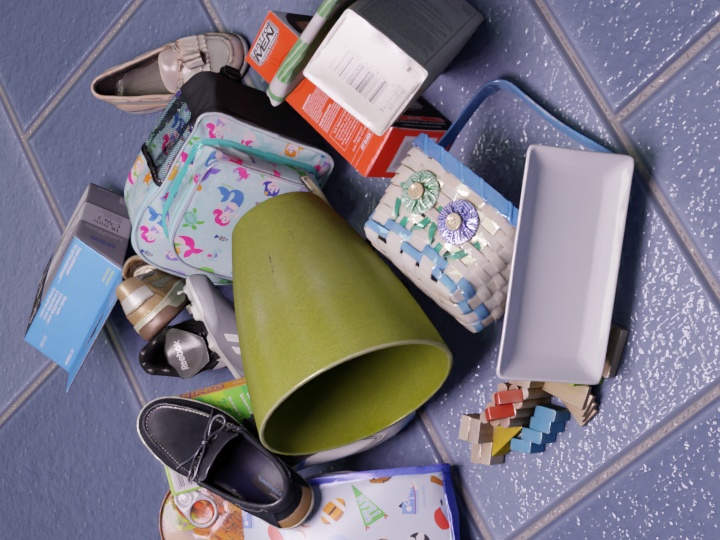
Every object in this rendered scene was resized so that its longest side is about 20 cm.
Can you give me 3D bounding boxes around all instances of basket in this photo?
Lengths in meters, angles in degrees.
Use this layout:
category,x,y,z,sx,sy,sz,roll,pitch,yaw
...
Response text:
category,x,y,z,sx,sy,sz,roll,pitch,yaw
basket,0.119,-0.059,1.586,0.200,0.139,0.176,-46,56,-9

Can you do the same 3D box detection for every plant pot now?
category,x,y,z,sx,sy,sz,roll,pitch,yaw
plant pot,-0.040,0.033,1.616,0.187,0.187,0.201,-43,59,32

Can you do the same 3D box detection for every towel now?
category,x,y,z,sx,sy,sz,roll,pitch,yaw
towel,-0.008,-0.243,1.569,0.023,0.153,0.200,39,125,0

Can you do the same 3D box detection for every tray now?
category,x,y,z,sx,sy,sz,roll,pitch,yaw
tray,0.171,-0.005,1.514,0.022,0.107,0.201,19,103,63

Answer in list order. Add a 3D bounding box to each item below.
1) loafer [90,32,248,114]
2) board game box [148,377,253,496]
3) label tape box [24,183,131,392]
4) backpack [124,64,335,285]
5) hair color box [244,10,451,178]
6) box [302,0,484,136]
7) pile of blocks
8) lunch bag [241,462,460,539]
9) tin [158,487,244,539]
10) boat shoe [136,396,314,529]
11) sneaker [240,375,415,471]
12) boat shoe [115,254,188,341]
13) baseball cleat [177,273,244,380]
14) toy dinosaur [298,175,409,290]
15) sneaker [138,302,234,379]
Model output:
category,x,y,z,sx,sy,sz,roll,pitch,yaw
loafer,-0.207,-0.209,1.906,0.199,0.063,0.072,-13,81,40
board game box,-0.100,0.150,1.740,0.030,0.199,0.096,-109,6,-71
label tape box,-0.305,0.014,1.919,0.145,0.063,0.200,-59,15,24
backpack,-0.136,-0.075,1.764,0.200,0.177,0.151,-49,38,32
hair color box,-0.011,-0.169,1.710,0.200,0.101,0.061,45,118,31
box,0.034,-0.204,1.598,0.095,0.200,0.078,39,118,2
pile of blocks,0.157,0.116,1.590,0.082,0.062,0.200,53,122,28
lunch bag,0.001,0.275,1.683,0.199,0.124,0.171,-10,81,16
tin,-0.111,0.279,1.778,0.200,0.042,0.112,39,88,4
boat shoe,-0.131,0.172,1.653,0.200,0.062,0.075,30,80,26
sneaker,-0.040,0.158,1.708,0.199,0.073,0.072,-19,62,7
boat shoe,-0.210,0.013,1.828,0.072,0.200,0.076,-44,94,4
baseball cleat,-0.095,0.073,1.766,0.106,0.070,0.200,-28,112,1
toy dinosaur,0.000,0.000,1.714,0.088,0.047,0.201,-9,109,4
sneaker,-0.155,0.076,1.836,0.200,0.090,0.067,-17,94,41
